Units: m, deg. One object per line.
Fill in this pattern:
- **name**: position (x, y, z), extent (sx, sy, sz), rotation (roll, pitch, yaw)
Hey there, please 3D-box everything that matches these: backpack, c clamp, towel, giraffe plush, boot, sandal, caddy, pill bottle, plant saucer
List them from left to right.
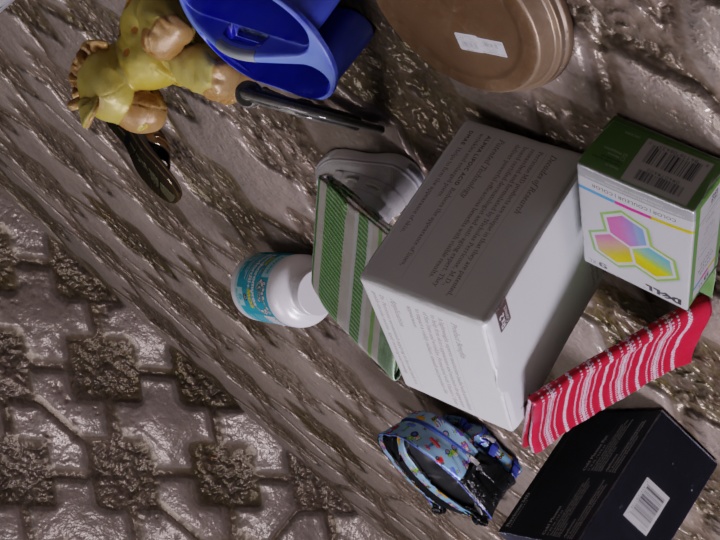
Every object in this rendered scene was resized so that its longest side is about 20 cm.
- **giraffe plush**: position (-0.236, -0.217, 1.182), extent (0.200, 0.162, 0.173), rotation (44, -169, 1)
- **sandal**: position (-0.327, -0.194, 1.662), extent (0.200, 0.055, 0.082), rotation (54, 155, 1)
- **caddy**: position (-0.087, -0.236, 1.028), extent (0.200, 0.105, 0.141), rotation (25, 155, 37)
- **pill bottle**: position (-0.110, 0.028, 1.657), extent (0.111, 0.111, 0.200), rotation (48, 159, -23)
- **c clamp**: position (-0.064, -0.167, 1.133), extent (0.171, 0.027, 0.200), rotation (20, -172, 15)
- **boot**: position (-0.015, -0.083, 1.253), extent (0.074, 0.096, 0.200), rotation (48, 159, -23)
- **towel**: position (0.000, 0.000, 1.137), extent (0.200, 0.023, 0.153), rotation (41, 132, 52)
- **backpack**: position (0.135, 0.299, 1.770), extent (0.200, 0.135, 0.183), rotation (44, 161, -15)
- **plant saucer**: position (0.081, -0.216, 0.885), extent (0.200, 0.029, 0.200), rotation (34, 160, 14)
- **towel**: position (0.246, 0.103, 1.054), extent (0.022, 0.200, 0.145), rotation (57, 170, 26)

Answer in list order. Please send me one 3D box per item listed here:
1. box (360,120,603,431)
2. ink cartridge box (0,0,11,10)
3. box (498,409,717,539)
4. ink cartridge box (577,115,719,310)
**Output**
- **box**: position (0.122, 0.007, 1.025), extent (0.131, 0.200, 0.199), rotation (22, 154, 28)
- **ink cartridge box**: position (-0.393, -0.368, 1.242), extent (0.086, 0.146, 0.200), rotation (48, 159, -18)
- **box**: position (0.296, 0.277, 1.323), extent (0.104, 0.200, 0.182), rotation (43, 161, -11)
- **ink cartridge box**: position (0.248, -0.032, 0.935), extent (0.104, 0.059, 0.200), rotation (29, 158, 28)
